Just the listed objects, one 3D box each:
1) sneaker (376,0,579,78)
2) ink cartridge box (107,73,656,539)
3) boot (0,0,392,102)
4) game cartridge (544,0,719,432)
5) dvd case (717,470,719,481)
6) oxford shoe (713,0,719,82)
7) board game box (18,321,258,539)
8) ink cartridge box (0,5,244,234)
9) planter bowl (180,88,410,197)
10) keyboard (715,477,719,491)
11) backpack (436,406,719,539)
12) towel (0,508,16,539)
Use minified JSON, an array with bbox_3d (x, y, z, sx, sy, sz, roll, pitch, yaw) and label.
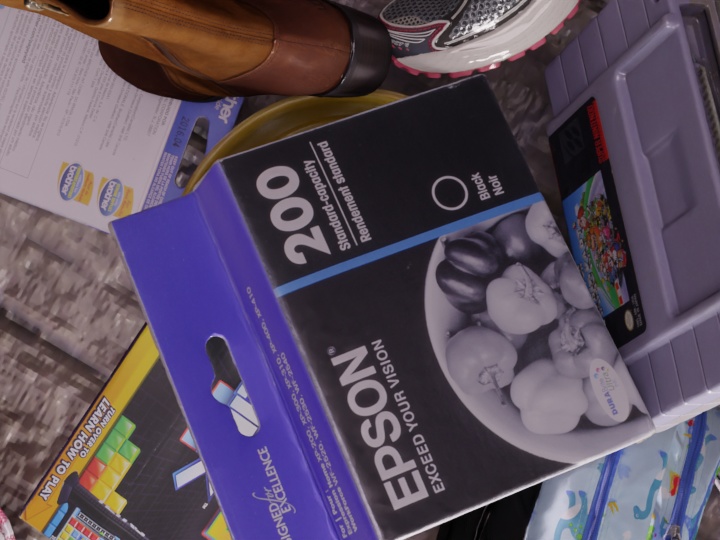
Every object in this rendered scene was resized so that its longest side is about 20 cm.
[{"bbox_3d":[0.087,-0.171,0.772,0.200,0.081,0.075,-36,128,13],"label":"sneaker"},{"bbox_3d":[0.008,0.025,0.744,0.200,0.043,0.199,-21,76,-14],"label":"ink cartridge box"},{"bbox_3d":[-0.114,-0.114,0.749,0.188,0.200,0.069,19,102,37],"label":"boot"},{"bbox_3d":[0.140,-0.032,0.754,0.038,0.130,0.201,-1,71,-25],"label":"game cartridge"},{"bbox_3d":[0.315,0.111,0.881,0.200,0.016,0.149,-33,98,5],"label":"dvd case"},{"bbox_3d":[0.195,-0.075,0.728,0.075,0.058,0.201,5,102,24],"label":"oxford shoe"},{"bbox_3d":[-0.051,0.090,0.812,0.165,0.057,0.200,35,101,4],"label":"board game box"},{"bbox_3d":[-0.168,-0.096,0.894,0.200,0.042,0.120,21,94,5],"label":"ink cartridge box"},{"bbox_3d":[0.000,0.000,0.864,0.200,0.083,0.201,1,98,7],"label":"planter bowl"},{"bbox_3d":[0.290,0.076,0.891,0.200,0.011,0.056,-32,91,5],"label":"keyboard"},{"bbox_3d":[0.110,0.127,0.843,0.153,0.163,0.201,5,87,-5],"label":"backpack"},{"bbox_3d":[-0.214,0.092,0.860,0.030,0.146,0.200,-18,92,-15],"label":"towel"}]
